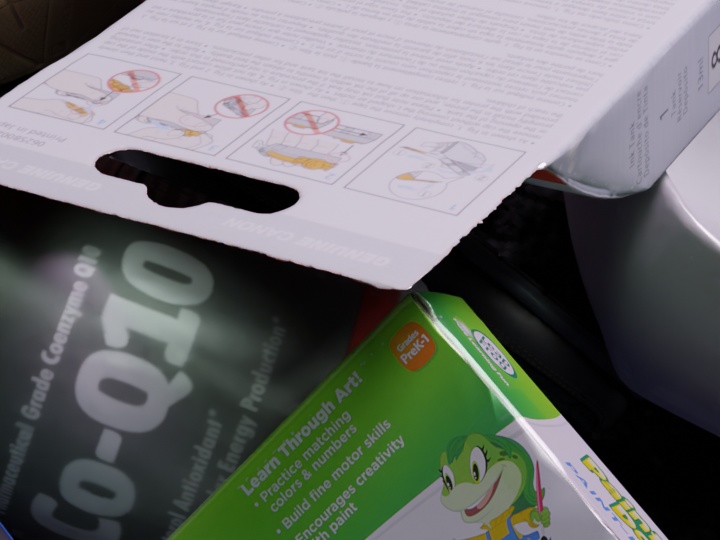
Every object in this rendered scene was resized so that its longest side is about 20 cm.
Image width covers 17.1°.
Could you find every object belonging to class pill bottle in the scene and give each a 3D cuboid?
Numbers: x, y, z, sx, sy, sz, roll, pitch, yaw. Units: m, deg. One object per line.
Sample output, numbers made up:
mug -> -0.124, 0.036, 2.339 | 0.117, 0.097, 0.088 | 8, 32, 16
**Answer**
pill bottle -> -0.089, 0.022, 0.700 | 0.198, 0.114, 0.114 | 20, 51, -4

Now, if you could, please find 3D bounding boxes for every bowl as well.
bowl -> 0.148, 0.001, 0.785 | 0.199, 0.075, 0.201 | 25, 28, -16

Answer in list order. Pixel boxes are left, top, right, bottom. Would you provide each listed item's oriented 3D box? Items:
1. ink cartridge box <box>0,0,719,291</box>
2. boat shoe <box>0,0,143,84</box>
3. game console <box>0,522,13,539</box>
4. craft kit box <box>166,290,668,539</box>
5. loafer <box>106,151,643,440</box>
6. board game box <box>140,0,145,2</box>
ink cartridge box -> -0.001, -0.044, 0.681 | 0.161, 0.057, 0.200 | 14, 41, 29
boat shoe -> -0.080, -0.125, 0.837 | 0.199, 0.072, 0.065 | -26, 71, -26
game console -> -0.138, 0.162, 0.585 | 0.200, 0.171, 0.118 | 49, 28, 18
craft kit box -> 0.013, 0.145, 0.607 | 0.198, 0.200, 0.048 | 49, 15, 15
loafer -> 0.000, 0.000, 0.787 | 0.199, 0.072, 0.063 | 36, 89, 5
board game box -> -0.013, -0.114, 0.811 | 0.199, 0.019, 0.104 | 29, 77, -26
